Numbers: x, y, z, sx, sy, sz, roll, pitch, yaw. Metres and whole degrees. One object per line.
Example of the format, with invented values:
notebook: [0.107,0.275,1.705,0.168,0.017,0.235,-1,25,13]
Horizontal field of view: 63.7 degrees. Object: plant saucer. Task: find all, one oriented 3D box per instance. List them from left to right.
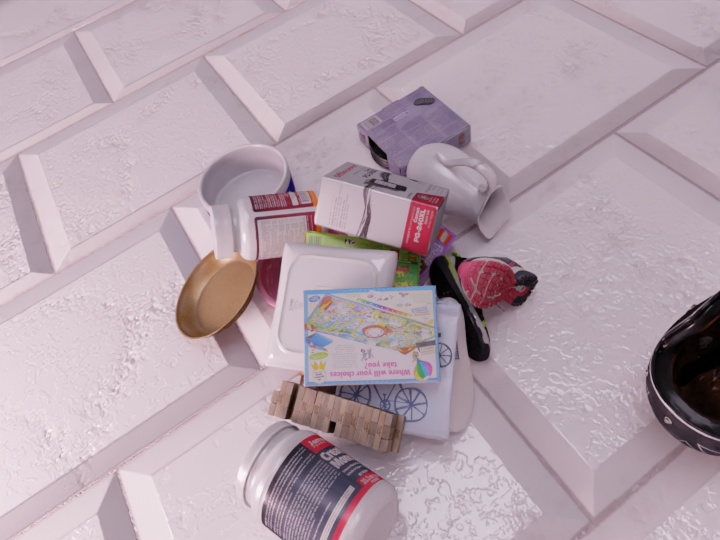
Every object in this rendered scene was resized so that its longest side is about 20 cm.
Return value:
plant saucer: [-0.259,0.041,1.074,0.196,0.035,0.205,-20,49,25]
plant saucer: [-0.099,0.001,1.086,0.194,0.051,0.205,-7,52,9]

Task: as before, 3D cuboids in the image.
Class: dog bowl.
dog bowl: [-0.238,-0.171,1.227,0.194,0.080,0.204,-6,52,8]

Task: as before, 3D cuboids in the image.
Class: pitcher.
pitcher: [0.177,-0.171,1.072,0.121,0.173,0.199,-43,57,-14]

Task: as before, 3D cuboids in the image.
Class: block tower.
block tower: [-0.035,0.211,0.844,0.195,0.058,0.056,12,80,18]

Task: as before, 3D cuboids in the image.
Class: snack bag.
snack bag: [0.052,0.138,0.876,0.183,0.021,0.206,4,78,18]

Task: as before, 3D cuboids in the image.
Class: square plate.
square plate: [-0.050,0.059,0.898,0.192,0.028,0.206,6,79,16]

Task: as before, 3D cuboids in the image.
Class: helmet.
helmet: [0.479,0.143,0.760,0.195,0.194,0.202,20,29,-12]

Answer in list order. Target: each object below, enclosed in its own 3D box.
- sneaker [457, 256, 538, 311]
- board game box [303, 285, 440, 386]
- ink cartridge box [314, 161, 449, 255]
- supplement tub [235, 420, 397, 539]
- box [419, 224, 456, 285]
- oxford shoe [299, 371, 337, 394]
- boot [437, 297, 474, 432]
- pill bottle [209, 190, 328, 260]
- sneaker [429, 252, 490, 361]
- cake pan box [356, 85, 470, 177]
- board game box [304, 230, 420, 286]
sneaker: [0.210,0.013,0.938,0.075,0.197,0.082,42,109,36]
board game box: [0.015,0.095,0.840,0.193,0.034,0.139,-2,79,2]
ink cartridge box: [0.038,-0.108,0.965,0.195,0.086,0.145,17,23,10]
supplement tub: [-0.060,0.311,0.791,0.197,0.142,0.141,25,62,27]
box: [0.067,-0.025,1.042,0.135,0.039,0.201,36,65,4]
oxford shoe: [-0.004,0.181,0.932,0.194,0.071,0.075,-7,71,14]
boot: [0.123,0.152,0.922,0.090,0.071,0.206,-23,61,51]
pill bottle: [-0.162,-0.078,1.023,0.194,0.111,0.111,-8,50,-18]
sneaker: [0.186,0.050,0.970,0.081,0.072,0.204,-8,60,-22]
cake pan box: [0.112,-0.298,1.259,0.197,0.053,0.185,-33,52,-12]
board game box: [0.000,0.000,0.967,0.194,0.048,0.105,6,78,-1]
